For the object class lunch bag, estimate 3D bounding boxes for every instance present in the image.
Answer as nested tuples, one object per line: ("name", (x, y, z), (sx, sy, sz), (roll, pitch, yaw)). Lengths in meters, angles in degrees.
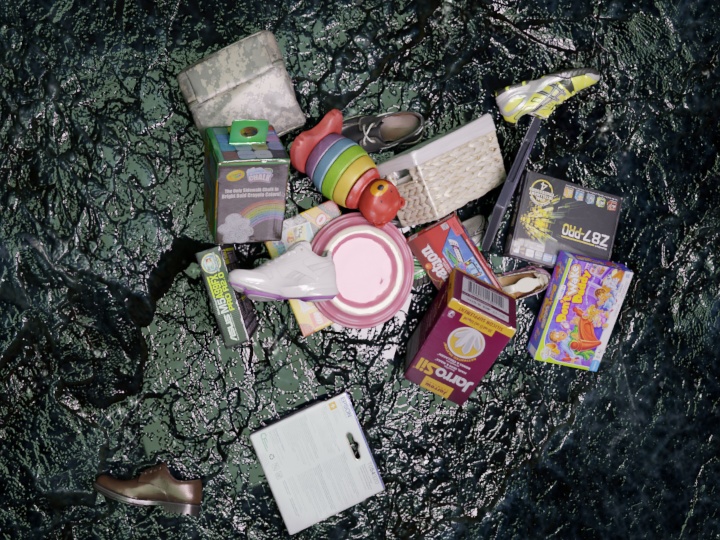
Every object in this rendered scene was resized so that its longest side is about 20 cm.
("lunch bag", (-0.206, -0.294, 1.363), (0.196, 0.139, 0.171), (-25, 93, -4))

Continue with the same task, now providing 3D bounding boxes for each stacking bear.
("stacking bear", (-0.013, -0.158, 1.342), (0.199, 0.114, 0.121), (42, 64, 16))

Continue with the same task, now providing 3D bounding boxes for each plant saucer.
("plant saucer", (0.000, 0.000, 1.358), (0.195, 0.051, 0.206), (0, 90, -7))

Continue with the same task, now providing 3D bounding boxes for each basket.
("basket", (0.148, -0.174, 1.376), (0.198, 0.135, 0.126), (-29, 100, -28))

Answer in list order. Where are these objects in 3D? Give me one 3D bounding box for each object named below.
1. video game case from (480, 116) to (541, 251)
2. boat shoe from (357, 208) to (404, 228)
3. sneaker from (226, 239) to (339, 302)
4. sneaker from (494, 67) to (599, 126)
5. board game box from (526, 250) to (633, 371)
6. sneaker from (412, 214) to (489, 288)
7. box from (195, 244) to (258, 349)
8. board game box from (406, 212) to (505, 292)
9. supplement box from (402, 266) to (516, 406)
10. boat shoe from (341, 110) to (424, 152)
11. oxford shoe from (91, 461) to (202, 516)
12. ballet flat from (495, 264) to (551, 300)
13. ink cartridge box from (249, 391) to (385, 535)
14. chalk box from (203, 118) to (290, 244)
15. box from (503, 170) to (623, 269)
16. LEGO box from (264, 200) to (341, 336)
("video game case", (0.266, -0.152, 1.378), (0.019, 0.144, 0.203), (22, 63, 9))
("boat shoe", (0.010, -0.140, 1.429), (0.197, 0.057, 0.068), (27, 89, -6))
("sneaker", (-0.127, 0.000, 1.270), (0.196, 0.074, 0.102), (3, 83, -34))
("sneaker", (0.351, -0.328, 1.457), (0.195, 0.075, 0.078), (-16, 100, 6))
("board game box", (0.404, 0.077, 1.443), (0.131, 0.045, 0.204), (11, 109, -12))
("sneaker", (0.148, -0.047, 1.422), (0.197, 0.078, 0.086), (-29, 119, -5))
("box", (-0.225, 0.039, 1.339), (0.043, 0.200, 0.164), (-18, 94, -2))
("board game box", (0.175, 0.002, 1.386), (0.102, 0.020, 0.201), (-26, 113, 26))
("supplement box", (0.174, 0.118, 1.385), (0.129, 0.104, 0.202), (24, 124, -5))
("boat shoe", (0.021, -0.254, 1.423), (0.195, 0.068, 0.074), (-9, 93, -1))
("oxford shoe", (-0.381, 0.386, 1.406), (0.195, 0.073, 0.087), (11, 75, -9))
("ballet flat", (0.264, 0.038, 1.451), (0.196, 0.071, 0.071), (-19, 88, -5))
("ink cartridge box", (-0.080, 0.352, 1.441), (0.196, 0.043, 0.200), (-23, 92, -7))
("chalk box", (-0.192, -0.164, 1.297), (0.121, 0.125, 0.204), (-4, 126, -21))
("box", (0.381, -0.083, 1.469), (0.195, 0.049, 0.165), (16, 88, -7))
("LEGO box", (-0.077, -0.006, 1.414), (0.146, 0.077, 0.204), (-24, 93, -5))
